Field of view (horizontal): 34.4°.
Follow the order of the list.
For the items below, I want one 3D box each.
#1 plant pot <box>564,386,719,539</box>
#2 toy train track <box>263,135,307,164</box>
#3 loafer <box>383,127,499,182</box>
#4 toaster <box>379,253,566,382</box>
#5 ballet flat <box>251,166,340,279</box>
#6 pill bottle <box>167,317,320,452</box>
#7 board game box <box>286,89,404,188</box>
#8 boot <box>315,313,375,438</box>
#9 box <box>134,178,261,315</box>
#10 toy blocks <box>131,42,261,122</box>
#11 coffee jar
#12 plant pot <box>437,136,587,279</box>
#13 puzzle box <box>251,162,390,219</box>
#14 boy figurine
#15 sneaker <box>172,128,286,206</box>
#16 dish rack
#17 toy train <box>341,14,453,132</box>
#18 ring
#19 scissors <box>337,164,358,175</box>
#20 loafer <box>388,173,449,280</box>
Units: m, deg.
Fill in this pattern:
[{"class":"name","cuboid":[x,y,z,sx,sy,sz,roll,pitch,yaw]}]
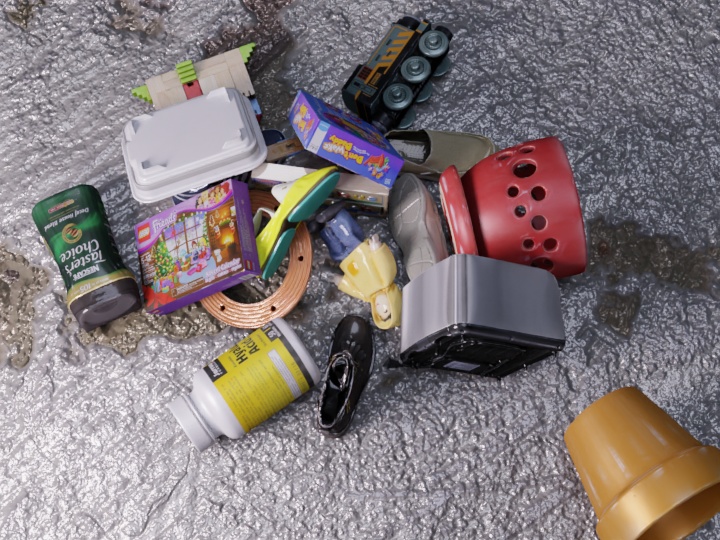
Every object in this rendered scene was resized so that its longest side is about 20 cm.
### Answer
[{"class":"plant pot","cuboid":[0.376,0.266,1.569,0.199,0.201,0.184,-29,60,-9]},{"class":"toy train track","cuboid":[-0.081,-0.186,1.730,0.199,0.033,0.115,-25,74,-45]},{"class":"loafer","cuboid":[0.113,-0.175,1.749,0.198,0.068,0.076,-2,73,-1]},{"class":"toaster","cuboid":[0.154,0.070,1.594,0.199,0.181,0.120,10,66,-23]},{"class":"ballet flat","cuboid":[-0.107,-0.079,1.620,0.067,0.067,0.200,42,112,16]},{"class":"pill bottle","cuboid":[-0.164,0.163,1.621,0.199,0.111,0.112,-35,77,-11]},{"class":"board game box","cuboid":[-0.025,-0.188,1.643,0.134,0.200,0.045,24,104,-18]},{"class":"boot","cuboid":[-0.020,0.138,1.597,0.069,0.174,0.201,11,73,3]},{"class":"box","cuboid":[-0.235,-0.031,1.659,0.199,0.039,0.138,-22,69,32]},{"class":"toy blocks","cuboid":[-0.231,-0.244,1.763,0.199,0.100,0.138,-21,86,-6]},{"class":"coffee jar","cuboid":[-0.395,-0.017,1.686,0.104,0.085,0.201,-24,75,-8]},{"class":"plant pot","cuboid":[0.214,-0.074,1.657,0.181,0.201,0.202,-15,74,3]},{"class":"puzzle box","cuboid":[-0.055,-0.116,1.695,0.198,0.133,0.026,8,78,2]},{"class":"boy figurine","cuboid":[0.000,0.000,1.679,0.064,0.124,0.201,-34,90,-47]},{"class":"sneaker","cuboid":[-0.195,-0.159,1.718,0.199,0.109,0.070,-34,75,-10]},{"class":"dish rack","cuboid":[-0.243,-0.188,1.651,0.199,0.044,0.172,-20,49,-3]},{"class":"toy train","cuboid":[0.058,-0.306,1.785,0.114,0.085,0.201,29,75,18]},{"class":"ring","cuboid":[-0.158,-0.016,1.692,0.199,0.019,0.202,-2,83,22]},{"class":"scissors","cuboid":[0.003,-0.140,1.671,0.073,0.200,0.014,7,87,1]},{"class":"loafer","cuboid":[0.092,-0.051,1.712,0.072,0.063,0.201,-35,48,30]}]
